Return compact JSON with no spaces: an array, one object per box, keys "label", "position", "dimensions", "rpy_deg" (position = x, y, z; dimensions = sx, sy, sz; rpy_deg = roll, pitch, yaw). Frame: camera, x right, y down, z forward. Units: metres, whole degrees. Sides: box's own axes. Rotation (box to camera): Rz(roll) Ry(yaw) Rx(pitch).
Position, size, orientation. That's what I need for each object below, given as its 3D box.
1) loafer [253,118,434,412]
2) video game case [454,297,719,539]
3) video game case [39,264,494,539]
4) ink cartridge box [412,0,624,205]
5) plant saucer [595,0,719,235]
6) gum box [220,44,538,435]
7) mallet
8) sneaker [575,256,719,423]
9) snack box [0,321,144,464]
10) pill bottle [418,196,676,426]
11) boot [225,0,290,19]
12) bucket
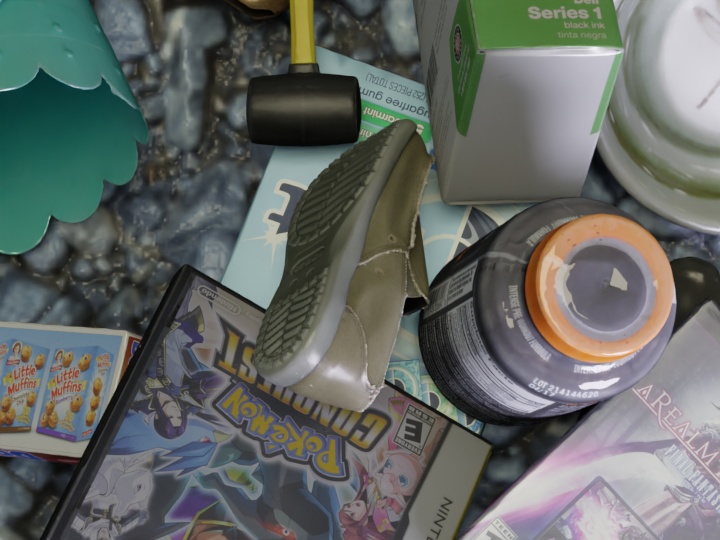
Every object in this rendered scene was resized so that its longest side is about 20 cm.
[{"label":"loafer","position":[0.000,0.000,1.428],"dimensions":[0.070,0.075,0.200],"rpy_deg":[42,46,-22]},{"label":"video game case","position":[0.161,0.134,1.399],"dimensions":[0.200,0.019,0.143],"rpy_deg":[-44,91,-2]},{"label":"video game case","position":[-0.046,0.120,1.389],"dimensions":[0.199,0.025,0.181],"rpy_deg":[31,61,-10]},{"label":"ink cartridge box","position":[0.079,-0.159,1.460],"dimensions":[0.084,0.146,0.201],"rpy_deg":[-2,59,-8]},{"label":"plant saucer","position":[0.219,-0.120,1.498],"dimensions":[0.199,0.050,0.201],"rpy_deg":[-3,111,-7]},{"label":"gum box","position":[0.017,-0.006,1.506],"dimensions":[0.169,0.045,0.201],"rpy_deg":[20,77,6]},{"label":"mallet","position":[-0.043,-0.167,1.480],"dimensions":[0.065,0.041,0.201],"rpy_deg":[-9,93,3]},{"label":"sneaker","position":[0.155,0.082,1.458],"dimensions":[0.076,0.091,0.201],"rpy_deg":[21,77,9]},{"label":"snack box","position":[-0.206,0.064,1.457],"dimensions":[0.199,0.024,0.072],"rpy_deg":[3,74,35]},{"label":"pill bottle","position":[0.101,0.021,1.375],"dimensions":[0.106,0.200,0.107],"rpy_deg":[2,81,-11]},{"label":"boot","position":[-0.101,-0.227,1.521],"dimensions":[0.200,0.074,0.075],"rpy_deg":[43,88,8]},{"label":"bucket","position":[-0.227,-0.103,1.461],"dimensions":[0.206,0.207,0.135],"rpy_deg":[-20,69,-3]}]
